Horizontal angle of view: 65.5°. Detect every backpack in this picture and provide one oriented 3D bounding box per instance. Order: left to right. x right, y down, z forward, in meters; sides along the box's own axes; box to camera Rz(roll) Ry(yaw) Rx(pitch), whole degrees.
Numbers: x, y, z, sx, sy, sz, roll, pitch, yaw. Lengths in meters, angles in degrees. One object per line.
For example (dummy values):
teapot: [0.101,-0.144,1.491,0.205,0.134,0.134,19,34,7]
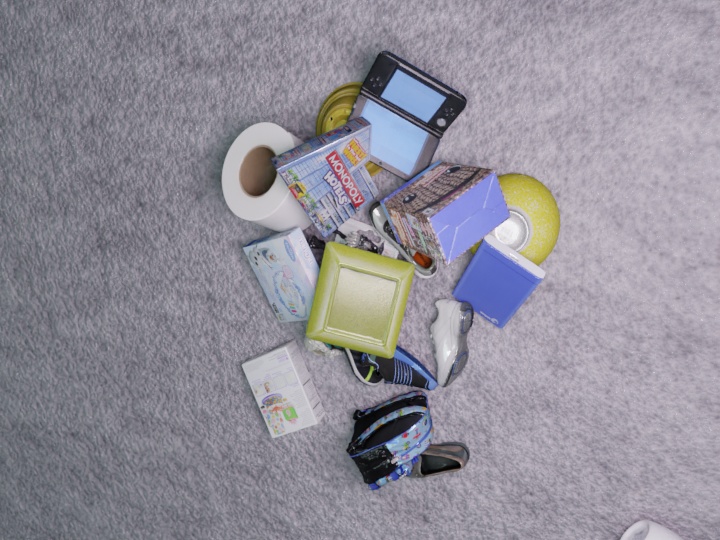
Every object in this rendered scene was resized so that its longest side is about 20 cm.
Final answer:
backpack: [0.082,0.367,1.248,0.195,0.183,0.137,-29,100,11]

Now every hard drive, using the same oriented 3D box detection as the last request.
hard drive: [0.269,0.028,1.117,0.130,0.026,0.202,35,148,11]

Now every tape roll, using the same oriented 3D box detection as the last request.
tape roll: [-0.182,-0.194,1.206,0.196,0.138,0.212,-5,79,26]

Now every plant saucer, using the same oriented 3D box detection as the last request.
plant saucer: [0.001,0.066,1.137,0.192,0.048,0.208,14,95,-6]

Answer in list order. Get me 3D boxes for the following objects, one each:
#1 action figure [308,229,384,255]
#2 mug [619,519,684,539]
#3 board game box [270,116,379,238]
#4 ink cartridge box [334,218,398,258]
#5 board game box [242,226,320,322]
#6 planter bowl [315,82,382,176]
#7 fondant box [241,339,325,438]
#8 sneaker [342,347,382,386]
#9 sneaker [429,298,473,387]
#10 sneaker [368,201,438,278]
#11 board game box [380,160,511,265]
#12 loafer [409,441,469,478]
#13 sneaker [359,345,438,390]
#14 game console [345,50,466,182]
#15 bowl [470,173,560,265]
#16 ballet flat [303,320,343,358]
action figure: [-0.025,-0.034,1.204,0.196,0.102,0.122,30,107,15]
mug: [0.601,0.616,1.134,0.176,0.146,0.202,46,143,11]
board game box: [-0.041,-0.190,1.091,0.197,0.062,0.202,-37,126,0]
ink cartridge box: [0.000,0.000,1.273,0.156,0.050,0.207,19,92,15]
board game box: [-0.160,0.017,1.264,0.195,0.043,0.205,-7,113,49]
planter bowl: [-0.022,-0.295,1.188,0.193,0.083,0.209,4,102,19]
fondant box: [-0.191,0.295,1.390,0.140,0.058,0.206,-21,93,23]
sneaker: [0.012,0.178,1.253,0.081,0.072,0.203,-14,119,33]
sneaker: [0.192,0.155,1.223,0.085,0.073,0.208,20,111,38]
sneaker: [0.096,-0.071,1.186,0.074,0.079,0.200,-43,87,-1]
board game box: [0.155,-0.116,1.057,0.157,0.199,0.099,-35,115,-12]
loafer: [0.154,0.441,1.290,0.194,0.063,0.074,-18,95,22]
sneaker: [0.084,0.219,1.233,0.198,0.070,0.079,38,97,-20]
game console: [0.082,-0.291,1.094,0.194,0.122,0.171,24,155,-12]
bowl: [0.294,-0.084,1.104,0.192,0.107,0.209,4,103,19]
ballet flat: [-0.090,0.162,1.252,0.069,0.200,0.075,-6,68,15]
